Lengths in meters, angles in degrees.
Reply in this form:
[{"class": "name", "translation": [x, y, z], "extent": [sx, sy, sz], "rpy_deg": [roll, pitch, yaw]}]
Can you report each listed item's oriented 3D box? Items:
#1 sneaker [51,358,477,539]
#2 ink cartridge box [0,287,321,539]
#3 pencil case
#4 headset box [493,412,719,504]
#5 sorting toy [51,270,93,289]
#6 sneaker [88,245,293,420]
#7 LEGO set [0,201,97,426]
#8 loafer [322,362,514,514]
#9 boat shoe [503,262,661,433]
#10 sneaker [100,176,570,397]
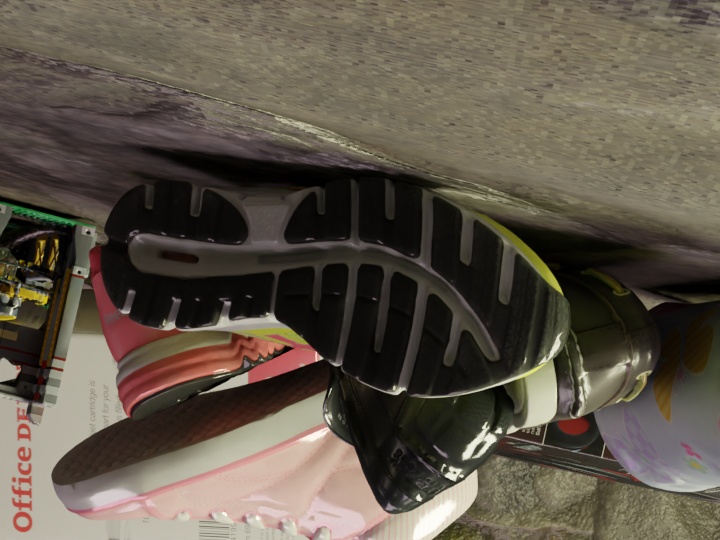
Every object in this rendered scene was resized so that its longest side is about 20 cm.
[{"class": "sneaker", "translation": [-0.036, 0.103, 1.104], "extent": [0.200, 0.105, 0.075], "rpy_deg": [-18, -163, -11]}, {"class": "ink cartridge box", "translation": [-0.123, 0.091, 1.395], "extent": [0.200, 0.146, 0.085], "rpy_deg": [2, -162, 1]}, {"class": "pencil case", "translation": [0.170, 0.054, 0.982], "extent": [0.091, 0.083, 0.200], "rpy_deg": [27, 170, -12]}, {"class": "headset box", "translation": [0.146, 0.070, 1.206], "extent": [0.200, 0.075, 0.149], "rpy_deg": [13, 173, -8]}, {"class": "sorting toy", "translation": [-0.169, 0.044, 1.497], "extent": [0.200, 0.107, 0.180], "rpy_deg": [-18, 140, 38]}, {"class": "sneaker", "translation": [-0.060, 0.003, 1.096], "extent": [0.074, 0.087, 0.200], "rpy_deg": [-25, 179, 23]}, {"class": "LEGO set", "translation": [-0.238, 0.017, 1.264], "extent": [0.200, 0.116, 0.154], "rpy_deg": [16, 172, -32]}, {"class": "loafer", "translation": [0.010, 0.041, 1.017], "extent": [0.068, 0.070, 0.201], "rpy_deg": [38, -171, -19]}, {"class": "boat shoe", "translation": [0.082, 0.033, 1.026], "extent": [0.061, 0.072, 0.201], "rpy_deg": [-13, -177, -4]}, {"class": "sneaker", "translation": [0.000, 0.000, 0.935], "extent": [0.200, 0.078, 0.090], "rpy_deg": [14, -175, 32]}]
